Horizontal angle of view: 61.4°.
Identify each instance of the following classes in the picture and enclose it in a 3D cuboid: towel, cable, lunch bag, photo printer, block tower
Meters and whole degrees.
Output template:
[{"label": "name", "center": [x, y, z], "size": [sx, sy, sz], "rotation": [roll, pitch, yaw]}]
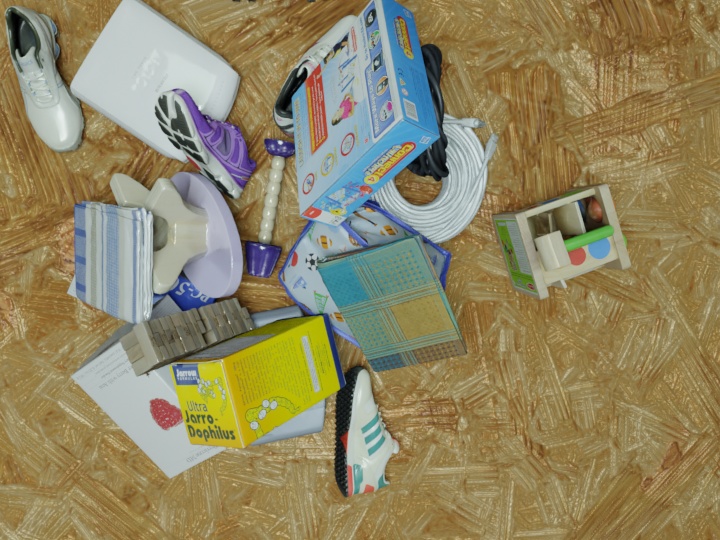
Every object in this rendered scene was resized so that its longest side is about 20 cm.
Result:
[{"label": "towel", "center": [0.044, 0.048, 0.791], "size": [0.145, 0.022, 0.201], "rotation": [-14, 123, 22]}, {"label": "cable", "center": [0.087, -0.198, 0.763], "size": [0.050, 0.200, 0.165], "rotation": [2, 106, -2]}, {"label": "cable", "center": [0.089, -0.139, 0.907], "size": [0.198, 0.069, 0.202], "rotation": [13, 94, -4]}, {"label": "lunch bag", "center": [0.000, 0.000, 0.857], "size": [0.199, 0.124, 0.170], "rotation": [30, 127, -8]}, {"label": "towel", "center": [-0.329, -0.016, 0.801], "size": [0.024, 0.199, 0.149], "rotation": [-5, 101, -47]}, {"label": "photo printer", "center": [-0.285, -0.266, 0.871], "size": [0.199, 0.069, 0.167], "rotation": [34, 92, -5]}, {"label": "block tower", "center": [-0.225, 0.084, 0.804], "size": [0.058, 0.200, 0.054], "rotation": [-29, 84, 23]}]

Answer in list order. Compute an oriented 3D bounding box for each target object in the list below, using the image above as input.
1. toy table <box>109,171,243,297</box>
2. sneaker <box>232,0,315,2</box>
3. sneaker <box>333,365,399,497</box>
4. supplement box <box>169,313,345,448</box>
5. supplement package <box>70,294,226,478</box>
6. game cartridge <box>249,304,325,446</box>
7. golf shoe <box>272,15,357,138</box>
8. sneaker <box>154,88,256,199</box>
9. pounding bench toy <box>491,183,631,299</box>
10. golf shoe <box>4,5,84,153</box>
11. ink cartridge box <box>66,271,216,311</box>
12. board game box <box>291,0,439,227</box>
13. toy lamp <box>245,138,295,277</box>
[{"label": "toy table", "center": [-0.256, -0.052, 0.826], "size": [0.200, 0.117, 0.185], "rotation": [49, 122, 28]}, {"label": "sneaker", "center": [-0.107, -0.443, 0.869], "size": [0.198, 0.071, 0.099], "rotation": [0, 97, -2]}, {"label": "sneaker", "center": [0.013, 0.246, 0.939], "size": [0.092, 0.070, 0.202], "rotation": [2, 92, -22]}, {"label": "supplement box", "center": [-0.130, 0.140, 0.804], "size": [0.108, 0.199, 0.111], "rotation": [-10, 96, 39]}, {"label": "supplement package", "center": [-0.268, 0.162, 0.848], "size": [0.121, 0.120, 0.201], "rotation": [-31, 106, 24]}, {"label": "game cartridge", "center": [-0.122, 0.160, 0.932], "size": [0.132, 0.041, 0.202], "rotation": [-11, 95, -7]}, {"label": "golf shoe", "center": [-0.054, -0.284, 0.873], "size": [0.072, 0.092, 0.201], "rotation": [33, 90, 3]}, {"label": "sneaker", "center": [-0.208, -0.185, 0.838], "size": [0.080, 0.200, 0.084], "rotation": [29, 76, 26]}, {"label": "pounding bench toy", "center": [0.301, -0.044, 0.861], "size": [0.155, 0.200, 0.125], "rotation": [-19, 95, -1]}, {"label": "golf shoe", "center": [-0.453, -0.266, 0.848], "size": [0.078, 0.097, 0.202], "rotation": [-16, 97, -4]}, {"label": "ink cartridge box", "center": [-0.319, 0.031, 0.904], "size": [0.198, 0.044, 0.095], "rotation": [26, 94, -6]}, {"label": "board game box", "center": [-0.005, -0.188, 0.733], "size": [0.055, 0.195, 0.202], "rotation": [15, 55, -34]}, {"label": "toy lamp", "center": [-0.135, -0.091, 0.901], "size": [0.058, 0.058, 0.202], "rotation": [8, 94, -4]}]
